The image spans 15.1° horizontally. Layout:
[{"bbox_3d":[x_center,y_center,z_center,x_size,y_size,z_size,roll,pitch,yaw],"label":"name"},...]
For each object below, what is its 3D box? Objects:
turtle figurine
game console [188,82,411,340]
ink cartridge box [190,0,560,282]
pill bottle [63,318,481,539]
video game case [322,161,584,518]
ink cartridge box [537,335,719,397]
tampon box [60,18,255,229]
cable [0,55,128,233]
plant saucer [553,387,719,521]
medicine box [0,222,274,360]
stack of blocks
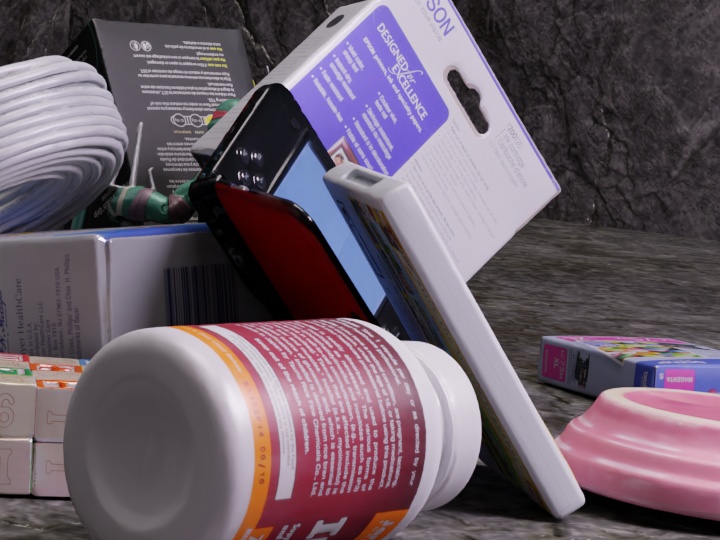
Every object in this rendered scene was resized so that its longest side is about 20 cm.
[{"bbox_3d":[-0.088,-0.036,1.764,0.149,0.202,0.101,-1,-2,-27],"label":"turtle figurine"},{"bbox_3d":[0.000,0.000,1.614,0.118,0.201,0.173,-12,32,35],"label":"game console"},{"bbox_3d":[0.013,-0.064,1.745,0.200,0.199,0.043,-43,29,-21],"label":"ink cartridge box"},{"bbox_3d":[-0.035,0.080,1.282,0.112,0.114,0.199,9,7,40],"label":"pill bottle"},{"bbox_3d":[0.049,0.034,1.514,0.023,0.201,0.182,-30,10,-6],"label":"video game case"},{"bbox_3d":[0.226,0.077,1.960,0.118,0.042,0.200,2,7,-25],"label":"ink cartridge box"},{"bbox_3d":[-0.145,-0.051,1.903,0.126,0.201,0.150,0,-25,-35],"label":"tampon box"},{"bbox_3d":[-0.244,-0.061,1.707,0.200,0.070,0.199,-34,-13,35],"label":"cable"},{"bbox_3d":[0.207,0.103,1.533,0.199,0.051,0.201,7,5,-1],"label":"plant saucer"},{"bbox_3d":[-0.177,0.027,1.641,0.199,0.104,0.182,-2,3,32],"label":"medicine box"},{"bbox_3d":[-0.136,0.084,1.454,0.198,0.059,0.115,4,5,-10],"label":"stack of blocks"}]
